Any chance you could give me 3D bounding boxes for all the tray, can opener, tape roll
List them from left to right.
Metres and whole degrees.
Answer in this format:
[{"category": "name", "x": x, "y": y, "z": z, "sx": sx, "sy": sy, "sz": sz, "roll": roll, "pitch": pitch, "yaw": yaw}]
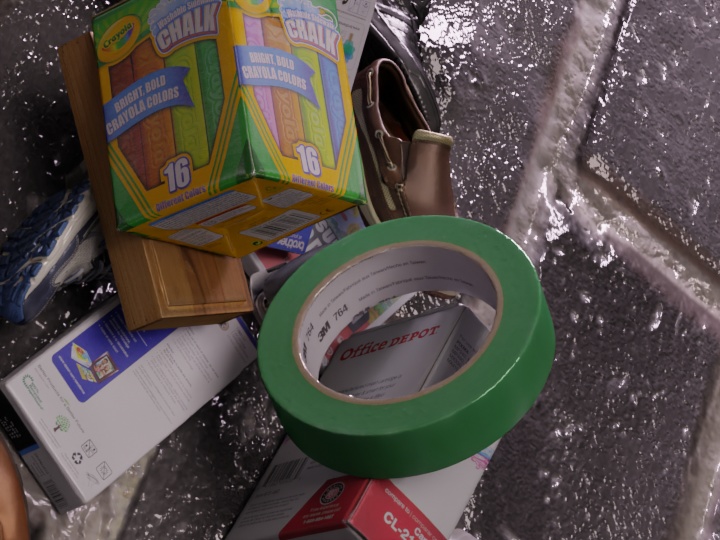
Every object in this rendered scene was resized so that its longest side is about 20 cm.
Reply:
[{"category": "tray", "x": -0.139, "y": -0.062, "z": 1.647, "sx": 0.098, "sy": 0.037, "sz": 0.201, "roll": -3, "pitch": 76, "yaw": -54}, {"category": "can opener", "x": 0.000, "y": 0.000, "z": 1.778, "sx": 0.200, "sy": 0.067, "sz": 0.054, "roll": -21, "pitch": 87, "yaw": -42}, {"category": "tape roll", "x": 0.030, "y": 0.049, "z": 1.637, "sx": 0.048, "sy": 0.200, "sz": 0.201, "roll": 68, "pitch": 36, "yaw": -43}]

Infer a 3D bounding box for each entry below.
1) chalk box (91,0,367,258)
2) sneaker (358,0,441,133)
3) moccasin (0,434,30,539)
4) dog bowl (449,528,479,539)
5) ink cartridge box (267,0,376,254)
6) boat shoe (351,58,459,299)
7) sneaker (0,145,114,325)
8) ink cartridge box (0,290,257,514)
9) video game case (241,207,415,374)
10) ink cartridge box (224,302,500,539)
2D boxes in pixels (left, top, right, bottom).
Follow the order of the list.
[{"category": "chalk box", "x": -0.091, "y": -0.128, "z": 1.607, "sx": 0.124, "sy": 0.124, "sz": 0.201, "roll": 12, "pitch": 63, "yaw": -51}, {"category": "sneaker", "x": 0.028, "y": -0.196, "z": 1.902, "sx": 0.104, "sy": 0.060, "sz": 0.200, "roll": -25, "pitch": 75, "yaw": -40}, {"category": "moccasin", "x": -0.254, "y": 0.171, "z": 1.520, "sx": 0.078, "sy": 0.073, "sz": 0.202, "roll": -7, "pitch": 87, "yaw": -50}, {"category": "dog bowl", "x": 0.067, "y": 0.283, "z": 1.673, "sx": 0.058, "sy": 0.200, "sz": 0.200, "roll": 15, "pitch": 51, "yaw": 16}, {"category": "ink cartridge box", "x": -0.061, "y": -0.118, "z": 1.739, "sx": 0.119, "sy": 0.042, "sz": 0.201, "roll": 12, "pitch": 92, "yaw": -52}, {"category": "boat shoe", "x": 0.036, "y": -0.075, "z": 1.789, "sx": 0.075, "sy": 0.075, "sz": 0.203, "roll": 6, "pitch": 46, "yaw": -44}, {"category": "sneaker", "x": -0.177, "y": -0.025, "z": 1.660, "sx": 0.085, "sy": 0.077, "sz": 0.200, "roll": 49, "pitch": 49, "yaw": -19}, {"category": "ink cartridge box", "x": -0.160, "y": 0.072, "z": 1.657, "sx": 0.200, "sy": 0.039, "sz": 0.100, "roll": -39, "pitch": 98, "yaw": -41}, {"category": "video game case", "x": -0.011, "y": -0.029, "z": 1.839, "sx": 0.200, "sy": 0.017, "sz": 0.143, "roll": -40, "pitch": 99, "yaw": -43}, {"category": "ink cartridge box", "x": 0.014, "y": 0.133, "z": 1.694, "sx": 0.083, "sy": 0.146, "sz": 0.200, "roll": 45, "pitch": 54, "yaw": -21}]
